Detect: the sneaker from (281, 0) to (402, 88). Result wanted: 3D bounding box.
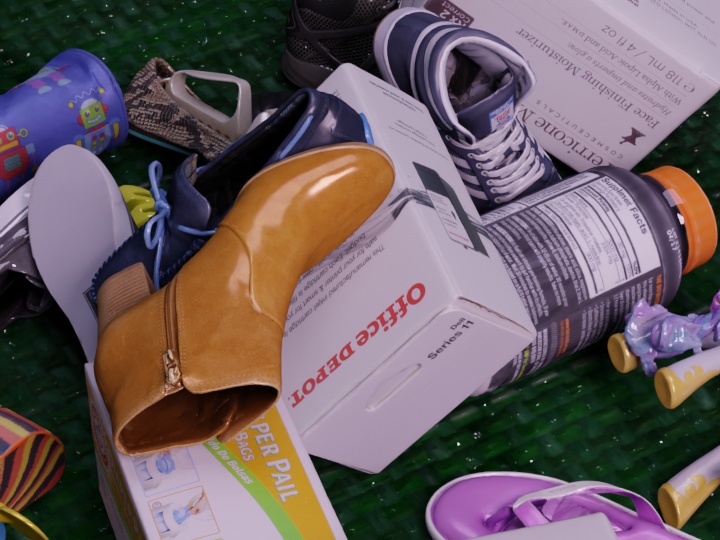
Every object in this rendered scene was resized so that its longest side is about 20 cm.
[{"bbox_3d":[0.041,-0.172,1.557,0.199,0.114,0.076,16,44,10],"label":"sneaker"}]

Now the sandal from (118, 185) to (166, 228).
[{"bbox_3d":[-0.090,0.003,1.385,0.087,0.080,0.200,-14,46,-22],"label":"sandal"}]

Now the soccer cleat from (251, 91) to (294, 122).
[{"bbox_3d":[0.010,-0.105,1.502,0.200,0.081,0.068,14,43,13],"label":"soccer cleat"}]

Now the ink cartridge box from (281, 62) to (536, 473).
[{"bbox_3d":[0.000,0.000,1.288,0.083,0.147,0.200,24,33,-44],"label":"ink cartridge box"}]

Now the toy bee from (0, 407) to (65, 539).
[{"bbox_3d":[-0.238,0.135,1.209,0.131,0.109,0.200,11,43,7],"label":"toy bee"}]

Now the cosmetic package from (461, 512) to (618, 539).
[{"bbox_3d":[0.048,0.246,1.053,0.200,0.165,0.165,-10,44,-12],"label":"cosmetic package"}]

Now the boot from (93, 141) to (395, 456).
[{"bbox_3d":[-0.054,0.021,1.177,0.201,0.071,0.144,-29,37,4],"label":"boot"}]

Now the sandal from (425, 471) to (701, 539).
[{"bbox_3d":[0.138,0.152,1.245,0.202,0.050,0.082,16,44,15],"label":"sandal"}]

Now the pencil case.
[{"bbox_3d":[-0.259,-0.083,1.473,0.200,0.078,0.087,-29,25,-29],"label":"pencil case"}]

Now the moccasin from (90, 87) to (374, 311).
[{"bbox_3d":[-0.088,-0.045,1.261,0.200,0.068,0.081,-39,44,11],"label":"moccasin"}]

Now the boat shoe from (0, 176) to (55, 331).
[{"bbox_3d":[-0.226,0.006,1.383,0.066,0.070,0.200,33,51,22],"label":"boat shoe"}]

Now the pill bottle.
[{"bbox_3d":[0.133,-0.002,1.375,0.200,0.106,0.106,-23,47,-25],"label":"pill bottle"}]

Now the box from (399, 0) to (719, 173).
[{"bbox_3d":[0.149,-0.201,1.520,0.199,0.131,0.200,32,42,-14],"label":"box"}]

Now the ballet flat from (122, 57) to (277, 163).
[{"bbox_3d":[-0.090,-0.094,1.485,0.200,0.075,0.068,33,13,31],"label":"ballet flat"}]

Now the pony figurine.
[{"bbox_3d":[0.259,0.050,1.311,0.200,0.167,0.193,-12,76,-20],"label":"pony figurine"}]

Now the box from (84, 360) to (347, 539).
[{"bbox_3d":[-0.080,0.142,1.203,0.101,0.113,0.200,-13,43,-14],"label":"box"}]

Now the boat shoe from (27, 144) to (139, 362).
[{"bbox_3d":[-0.154,0.013,1.350,0.069,0.057,0.200,-32,64,19],"label":"boat shoe"}]

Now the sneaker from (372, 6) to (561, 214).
[{"bbox_3d":[0.090,-0.083,1.392,0.070,0.200,0.108,-42,23,-10],"label":"sneaker"}]
